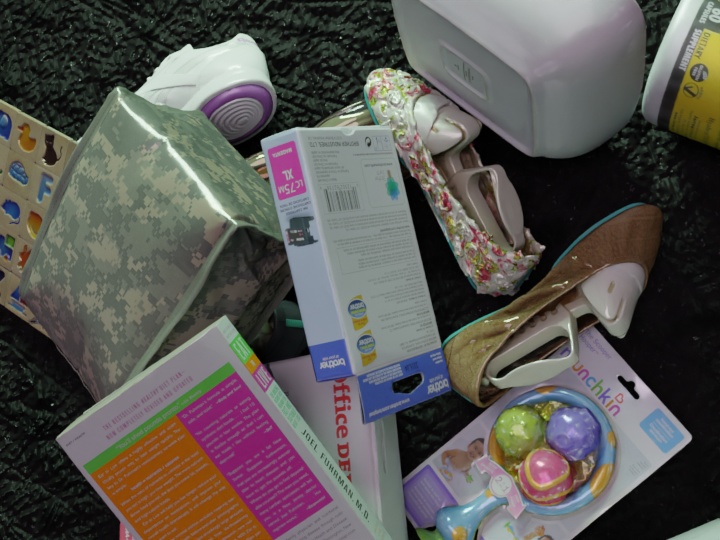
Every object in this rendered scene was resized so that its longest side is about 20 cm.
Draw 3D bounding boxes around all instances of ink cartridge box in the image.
[{"bbox_3d":[-0.072,0.151,0.822,0.199,0.084,0.145,-12,63,14],"label":"ink cartridge box"},{"bbox_3d":[0.000,0.000,0.770,0.042,0.119,0.201,-17,87,34],"label":"ink cartridge box"}]

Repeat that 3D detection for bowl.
[{"bbox_3d":[0.096,-0.163,0.774,0.200,0.200,0.075,41,84,18],"label":"bowl"}]

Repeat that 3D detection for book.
[{"bbox_3d":[-0.082,0.147,0.721,0.133,0.048,0.200,-34,97,14],"label":"book"}]

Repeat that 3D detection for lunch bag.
[{"bbox_3d":[-0.152,0.001,0.804,0.164,0.117,0.200,46,109,28],"label":"lunch bag"}]

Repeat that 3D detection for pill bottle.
[{"bbox_3d":[0.307,-0.121,0.760,0.199,0.111,0.112,24,89,17],"label":"pill bottle"}]

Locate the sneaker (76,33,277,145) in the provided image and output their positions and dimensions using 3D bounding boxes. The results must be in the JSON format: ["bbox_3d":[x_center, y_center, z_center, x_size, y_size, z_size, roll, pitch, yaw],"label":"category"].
[{"bbox_3d":[-0.159,-0.128,0.925,0.199,0.075,0.100,-23,51,15],"label":"sneaker"}]

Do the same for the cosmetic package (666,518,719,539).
[{"bbox_3d":[0.191,0.265,0.686,0.165,0.200,0.165,-27,75,11],"label":"cosmetic package"}]

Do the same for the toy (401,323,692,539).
[{"bbox_3d":[0.121,0.139,0.794,0.200,0.047,0.115,-42,61,7],"label":"toy"}]

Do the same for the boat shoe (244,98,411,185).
[{"bbox_3d":[-0.049,-0.060,0.871,0.200,0.076,0.074,-29,78,11],"label":"boat shoe"}]

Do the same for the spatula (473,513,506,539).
[{"bbox_3d":[0.056,0.269,0.817,0.056,0.021,0.200,31,90,19],"label":"spatula"}]

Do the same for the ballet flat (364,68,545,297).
[{"bbox_3d":[0.077,-0.076,0.827,0.064,0.076,0.200,-32,89,47],"label":"ballet flat"}]

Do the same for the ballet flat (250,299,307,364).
[{"bbox_3d":[-0.139,0.064,0.879,0.199,0.073,0.073,-16,78,13],"label":"ballet flat"}]

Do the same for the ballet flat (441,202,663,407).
[{"bbox_3d":[0.148,0.034,0.796,0.200,0.068,0.072,-35,42,7],"label":"ballet flat"}]

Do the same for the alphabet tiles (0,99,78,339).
[{"bbox_3d":[-0.284,-0.044,0.935,0.200,0.008,0.168,28,110,28],"label":"alphabet tiles"}]
